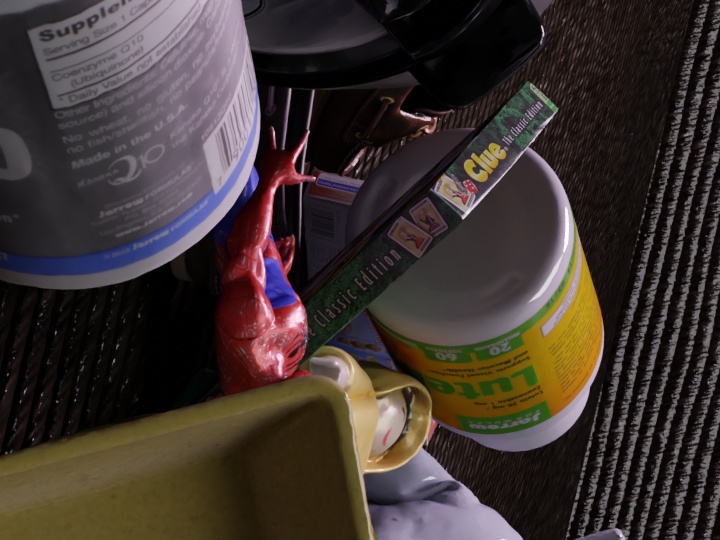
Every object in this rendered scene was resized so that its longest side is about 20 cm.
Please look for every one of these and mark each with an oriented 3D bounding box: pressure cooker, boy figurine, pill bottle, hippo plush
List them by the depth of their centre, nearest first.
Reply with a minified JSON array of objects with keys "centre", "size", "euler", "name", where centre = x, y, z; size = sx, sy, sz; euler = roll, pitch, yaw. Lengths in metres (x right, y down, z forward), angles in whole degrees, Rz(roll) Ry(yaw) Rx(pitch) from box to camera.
[{"centre":[-0.093,-0.091,0.609],"size":[0.200,0.113,0.114],"euler":[81,25,-59],"name":"pill bottle"},{"centre":[-0.010,-0.150,0.767],"size":[0.200,0.175,0.180],"euler":[-26,125,-78],"name":"pressure cooker"},{"centre":[-0.018,0.093,1.038],"size":[0.200,0.064,0.125],"euler":[-35,136,-70],"name":"boy figurine"},{"centre":[0.065,0.021,1.141],"size":[0.200,0.111,0.111],"euler":[63,42,-62],"name":"pill bottle"},{"centre":[0.001,0.182,1.193],"size":[0.161,0.200,0.160],"euler":[-28,141,-51],"name":"hippo plush"}]

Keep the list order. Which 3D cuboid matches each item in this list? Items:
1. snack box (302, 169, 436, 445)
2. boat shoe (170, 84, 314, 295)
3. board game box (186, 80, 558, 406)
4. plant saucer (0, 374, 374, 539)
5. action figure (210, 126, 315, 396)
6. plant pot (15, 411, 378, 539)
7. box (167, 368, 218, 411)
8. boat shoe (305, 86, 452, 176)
[{"centre":[0.008,0.025,1.259],"size":[0.200,0.072,0.024],"euler":[88,19,-50],"name":"snack box"},{"centre":[-0.033,-0.085,0.998],"size":[0.067,0.057,0.201],"euler":[2,101,-77],"name":"boat shoe"},{"centre":[0.000,0.000,0.980],"size":[0.200,0.023,0.105],"euler":[-42,-173,40],"name":"board game box"},{"centre":[-0.087,0.145,0.692],"size":[0.048,0.199,0.201],"euler":[-155,-127,-70],"name":"plant saucer"},{"centre":[-0.043,-0.017,0.843],"size":[0.066,0.051,0.201],"euler":[95,-14,-50],"name":"action figure"},{"centre":[-0.069,0.135,0.838],"size":[0.193,0.199,0.201],"euler":[-73,175,-80],"name":"plant pot"},{"centre":[-0.084,0.162,1.067],"size":[0.117,0.048,0.201],"euler":[-54,156,-60],"name":"box"},{"centre":[0.015,-0.095,1.078],"size":[0.071,0.070,0.200],"euler":[-61,179,-24],"name":"boat shoe"}]
